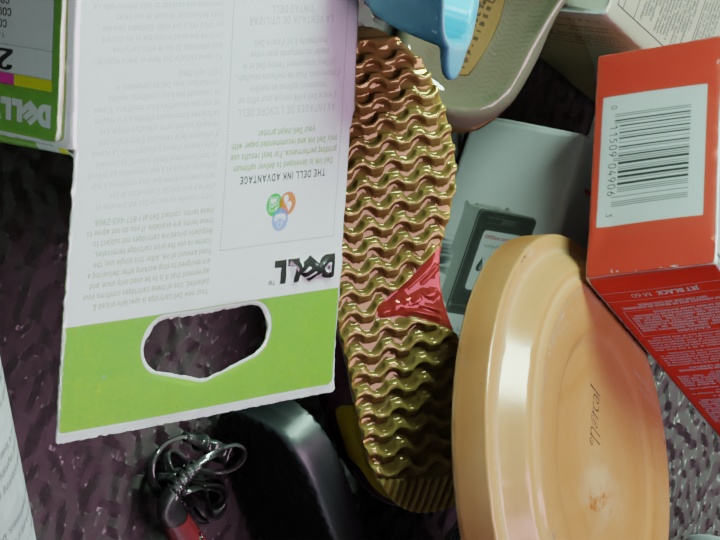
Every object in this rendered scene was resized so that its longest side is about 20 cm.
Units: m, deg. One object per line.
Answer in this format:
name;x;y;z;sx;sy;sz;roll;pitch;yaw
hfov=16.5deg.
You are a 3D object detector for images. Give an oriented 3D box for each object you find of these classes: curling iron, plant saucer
curling iron;-0.045;0.143;1.055;0.050;0.025;0.201;-47;135;-30
plant saucer;0.091;0.084;1.051;0.200;0.032;0.202;-7;90;-66

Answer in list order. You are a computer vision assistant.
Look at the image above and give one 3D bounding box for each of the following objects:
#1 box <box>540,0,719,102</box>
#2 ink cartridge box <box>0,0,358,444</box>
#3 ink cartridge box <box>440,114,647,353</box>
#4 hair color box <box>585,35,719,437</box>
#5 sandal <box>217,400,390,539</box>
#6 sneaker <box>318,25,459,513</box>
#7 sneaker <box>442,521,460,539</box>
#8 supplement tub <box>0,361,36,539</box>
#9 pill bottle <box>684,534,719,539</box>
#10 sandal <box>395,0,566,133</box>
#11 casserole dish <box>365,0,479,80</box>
box;0.142;-0.127;1.184;0.200;0.077;0.096;34;72;-52
ink cartridge box;-0.076;-0.051;0.900;0.147;0.075;0.202;-8;106;-48
ink cartridge box;0.087;0.007;1.159;0.116;0.066;0.201;33;74;-53
hair color box;0.166;-0.007;1.124;0.200;0.063;0.112;45;44;-55
sandal;-0.002;0.128;1.066;0.048;0.075;0.201;-41;130;-31
sneaker;0.000;0.000;1.039;0.074;0.090;0.202;-9;95;-19
sneaker;0.069;0.150;1.137;0.200;0.076;0.081;42;37;-84
supplement tub;-0.173;0.038;0.760;0.132;0.131;0.201;-34;125;-44
pill bottle;0.174;0.248;1.313;0.111;0.111;0.201;42;67;-50
sandal;0.068;-0.157;1.067;0.054;0.080;0.201;66;44;-83
casserole dish;0.029;-0.174;0.931;0.121;0.038;0.202;-26;123;-80
